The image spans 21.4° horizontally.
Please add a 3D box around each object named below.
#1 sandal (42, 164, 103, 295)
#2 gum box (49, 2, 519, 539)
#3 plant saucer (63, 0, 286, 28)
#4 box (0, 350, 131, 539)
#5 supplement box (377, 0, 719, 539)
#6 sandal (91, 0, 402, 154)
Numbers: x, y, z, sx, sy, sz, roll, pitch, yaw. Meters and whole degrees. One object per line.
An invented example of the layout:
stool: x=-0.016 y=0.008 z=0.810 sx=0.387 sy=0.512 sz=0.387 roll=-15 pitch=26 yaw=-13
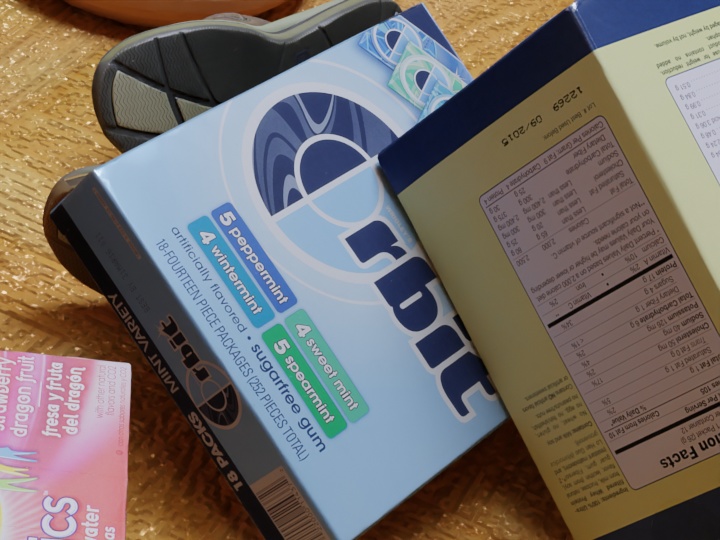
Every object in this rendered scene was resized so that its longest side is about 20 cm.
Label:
sandal: x=-0.049 y=-0.025 z=0.843 sx=0.199 sy=0.080 sz=0.054 roll=-1 pitch=51 yaw=-29
gum box: x=0.000 y=0.000 z=0.780 sx=0.200 sy=0.045 sz=0.170 roll=-32 pitch=87 yaw=-41
plant saucer: x=-0.118 y=-0.193 z=1.084 sx=0.199 sy=0.038 sz=0.201 roll=9 pitch=35 yaw=-7
box: x=-0.125 y=0.124 z=0.601 sx=0.094 sy=0.103 sz=0.200 roll=7 pitch=37 yaw=-10
supplement box: x=0.154 y=-0.011 z=0.775 sx=0.199 sy=0.134 sz=0.200 roll=-22 pitch=82 yaw=-39
sandal: x=-0.056 y=-0.095 z=0.953 sx=0.057 sy=0.080 sz=0.200 roll=20 pitch=26 yaw=39
